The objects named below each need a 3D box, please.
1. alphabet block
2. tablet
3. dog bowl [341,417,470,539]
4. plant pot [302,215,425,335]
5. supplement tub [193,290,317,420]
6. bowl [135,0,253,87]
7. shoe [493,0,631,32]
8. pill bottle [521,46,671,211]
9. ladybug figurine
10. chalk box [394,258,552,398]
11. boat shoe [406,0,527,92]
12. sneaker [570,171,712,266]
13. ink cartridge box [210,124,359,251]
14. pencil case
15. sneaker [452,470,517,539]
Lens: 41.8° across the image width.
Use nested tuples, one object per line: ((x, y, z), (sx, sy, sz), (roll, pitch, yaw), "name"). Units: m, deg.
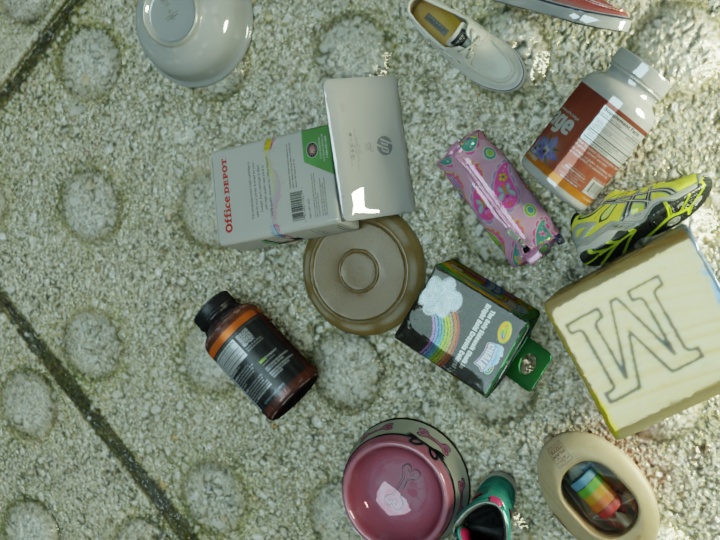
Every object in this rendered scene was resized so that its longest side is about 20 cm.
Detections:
((0.377, 0.073, 1.216), (0.199, 0.195, 0.198), (-29, 84, 18), "alphabet block")
((0.015, -0.177, 1.359), (0.014, 0.129, 0.203), (-4, 95, 57), "tablet")
((0.060, 0.328, 1.408), (0.198, 0.074, 0.203), (2, 95, 19), "dog bowl")
((0.000, 0.000, 1.422), (0.198, 0.027, 0.203), (2, 96, 19), "plant pot")
((-0.165, 0.125, 1.449), (0.200, 0.107, 0.107), (46, 107, 10), "supplement tub")
((-0.271, -0.387, 1.444), (0.199, 0.090, 0.204), (2, 96, 18), "bowl")
((0.276, -0.386, 1.268), (0.198, 0.071, 0.092), (22, 107, 20), "shoe")
((0.315, -0.189, 1.253), (0.112, 0.112, 0.201), (40, 105, 11), "pill bottle")
((0.330, 0.304, 1.315), (0.136, 0.072, 0.200), (-42, 82, 18), "ladybug figurine")
((0.171, 0.089, 1.323), (0.199, 0.124, 0.126), (33, 103, 12), "chalk box")
((0.145, -0.320, 1.320), (0.200, 0.070, 0.071), (42, 106, 11), "boat shoe")
((0.373, -0.085, 1.264), (0.198, 0.075, 0.077), (-27, 60, 8), "sneaker")
((-0.114, -0.119, 1.406), (0.198, 0.084, 0.147), (-10, 80, 20), "ink cartridge box")
((0.194, -0.098, 1.317), (0.087, 0.087, 0.201), (-37, 82, 18), "pencil case")
((0.168, 0.398, 1.353), (0.083, 0.121, 0.202), (19, 101, 16), "sneaker")
